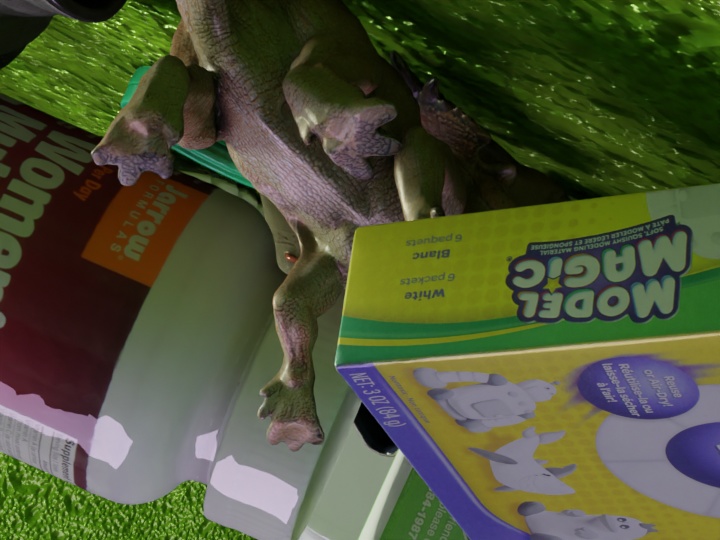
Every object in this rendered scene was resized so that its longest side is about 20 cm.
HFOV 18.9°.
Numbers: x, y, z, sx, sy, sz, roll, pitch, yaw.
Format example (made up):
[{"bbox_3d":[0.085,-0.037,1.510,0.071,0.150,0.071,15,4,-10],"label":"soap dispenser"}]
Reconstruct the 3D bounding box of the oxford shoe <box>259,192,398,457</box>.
[{"bbox_3d":[0.000,0.000,0.774,0.070,0.075,0.200,12,153,31],"label":"oxford shoe"}]

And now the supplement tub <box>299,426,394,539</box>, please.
[{"bbox_3d":[0.026,0.082,1.001,0.145,0.146,0.200,23,170,13],"label":"supplement tub"}]

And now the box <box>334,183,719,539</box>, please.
[{"bbox_3d":[0.107,0.027,0.543,0.199,0.049,0.117,-8,144,23],"label":"box"}]

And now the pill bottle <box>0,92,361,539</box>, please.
[{"bbox_3d":[-0.096,0.011,0.715,0.199,0.110,0.110,23,171,5],"label":"pill bottle"}]

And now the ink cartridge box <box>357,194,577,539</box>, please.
[{"bbox_3d":[0.116,0.081,0.752,0.199,0.146,0.084,26,173,-2],"label":"ink cartridge box"}]

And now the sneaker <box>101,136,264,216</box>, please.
[{"bbox_3d":[-0.082,0.003,1.038,0.074,0.085,0.200,19,169,29],"label":"sneaker"}]

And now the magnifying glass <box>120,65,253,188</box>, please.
[{"bbox_3d":[-0.003,-0.032,0.846,0.199,0.023,0.080,25,171,12],"label":"magnifying glass"}]

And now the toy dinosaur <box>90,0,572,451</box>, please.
[{"bbox_3d":[-0.013,-0.047,0.627,0.085,0.136,0.200,-22,124,18],"label":"toy dinosaur"}]

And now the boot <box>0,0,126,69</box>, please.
[{"bbox_3d":[-0.172,-0.125,0.674,0.199,0.068,0.131,21,168,-19],"label":"boot"}]
